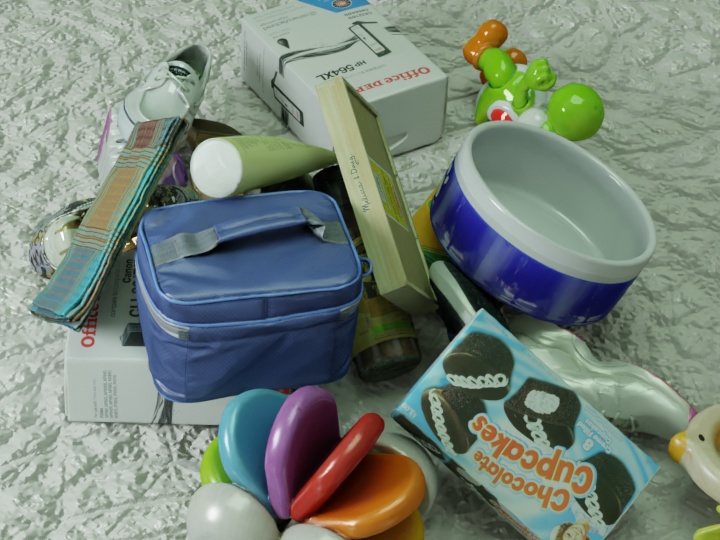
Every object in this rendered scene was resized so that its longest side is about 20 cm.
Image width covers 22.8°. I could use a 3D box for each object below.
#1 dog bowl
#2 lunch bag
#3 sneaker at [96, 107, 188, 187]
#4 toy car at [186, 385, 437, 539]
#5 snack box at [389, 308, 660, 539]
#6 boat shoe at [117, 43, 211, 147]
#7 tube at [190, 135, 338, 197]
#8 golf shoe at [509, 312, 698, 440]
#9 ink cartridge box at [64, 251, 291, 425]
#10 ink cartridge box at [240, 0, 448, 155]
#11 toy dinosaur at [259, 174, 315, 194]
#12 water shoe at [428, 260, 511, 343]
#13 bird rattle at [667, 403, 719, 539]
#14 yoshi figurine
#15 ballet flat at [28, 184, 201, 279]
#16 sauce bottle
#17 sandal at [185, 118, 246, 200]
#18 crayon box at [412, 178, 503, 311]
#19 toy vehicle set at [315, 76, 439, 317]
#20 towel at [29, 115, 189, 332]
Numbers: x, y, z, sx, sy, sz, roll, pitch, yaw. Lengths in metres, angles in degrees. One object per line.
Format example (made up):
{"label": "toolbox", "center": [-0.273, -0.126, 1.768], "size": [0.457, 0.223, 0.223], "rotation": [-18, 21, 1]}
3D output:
{"label": "dog bowl", "center": [0.166, -0.045, 1.632], "size": [0.199, 0.079, 0.200], "rotation": [22, 33, -15]}
{"label": "lunch bag", "center": [-0.087, 0.013, 1.497], "size": [0.199, 0.133, 0.136], "rotation": [-9, 45, -14]}
{"label": "sneaker", "center": [-0.213, -0.081, 1.765], "size": [0.088, 0.081, 0.201], "rotation": [11, 42, -17]}
{"label": "toy car", "center": [-0.038, 0.164, 1.441], "size": [0.199, 0.150, 0.175], "rotation": [22, 45, 19]}
{"label": "snack box", "center": [0.136, 0.142, 1.478], "size": [0.200, 0.037, 0.116], "rotation": [41, 73, 1]}
{"label": "boat shoe", "center": [-0.195, -0.181, 1.799], "size": [0.073, 0.067, 0.200], "rotation": [24, 24, -7]}
{"label": "tube", "center": [-0.082, -0.097, 1.582], "size": [0.058, 0.052, 0.200], "rotation": [51, 22, 8]}
{"label": "golf shoe", "center": [0.206, 0.116, 1.591], "size": [0.199, 0.075, 0.092], "rotation": [27, 67, 22]}
{"label": "ink cartridge box", "center": [-0.161, 0.060, 1.598], "size": [0.199, 0.084, 0.145], "rotation": [1, 42, -3]}
{"label": "ink cartridge box", "center": [-0.018, -0.208, 1.912], "size": [0.146, 0.085, 0.200], "rotation": [-21, 47, -26]}
{"label": "toy dinosaur", "center": [-0.068, -0.051, 1.700], "size": [0.102, 0.200, 0.077], "rotation": [-34, 17, -12]}
{"label": "water shoe", "center": [0.100, 0.084, 1.559], "size": [0.200, 0.079, 0.071], "rotation": [58, 19, 22]}
{"label": "bird rattle", "center": [0.353, 0.164, 1.500], "size": [0.200, 0.113, 0.163], "rotation": [-28, 54, -31]}
{"label": "yoshi figurine", "center": [0.195, -0.187, 1.895], "size": [0.112, 0.112, 0.200], "rotation": [-9, 46, -24]}
{"label": "ballet flat", "center": [-0.241, -0.037, 1.649], "size": [0.200, 0.072, 0.072], "rotation": [-16, 34, 26]}
{"label": "sauce bottle", "center": [0.000, 0.000, 1.635], "size": [0.064, 0.065, 0.201], "rotation": [-12, 72, -18]}
{"label": "sandal", "center": [-0.137, -0.093, 1.794], "size": [0.077, 0.070, 0.212], "rotation": [7, 17, -20]}
{"label": "crayon box", "center": [0.116, -0.038, 1.728], "size": [0.119, 0.058, 0.200], "rotation": [35, 47, 4]}
{"label": "toy vehicle set", "center": [0.017, -0.064, 1.591], "size": [0.026, 0.124, 0.201], "rotation": [-20, 74, 11]}
{"label": "towel", "center": [-0.219, -0.043, 1.542], "size": [0.022, 0.147, 0.201], "rotation": [30, 80, -21]}
